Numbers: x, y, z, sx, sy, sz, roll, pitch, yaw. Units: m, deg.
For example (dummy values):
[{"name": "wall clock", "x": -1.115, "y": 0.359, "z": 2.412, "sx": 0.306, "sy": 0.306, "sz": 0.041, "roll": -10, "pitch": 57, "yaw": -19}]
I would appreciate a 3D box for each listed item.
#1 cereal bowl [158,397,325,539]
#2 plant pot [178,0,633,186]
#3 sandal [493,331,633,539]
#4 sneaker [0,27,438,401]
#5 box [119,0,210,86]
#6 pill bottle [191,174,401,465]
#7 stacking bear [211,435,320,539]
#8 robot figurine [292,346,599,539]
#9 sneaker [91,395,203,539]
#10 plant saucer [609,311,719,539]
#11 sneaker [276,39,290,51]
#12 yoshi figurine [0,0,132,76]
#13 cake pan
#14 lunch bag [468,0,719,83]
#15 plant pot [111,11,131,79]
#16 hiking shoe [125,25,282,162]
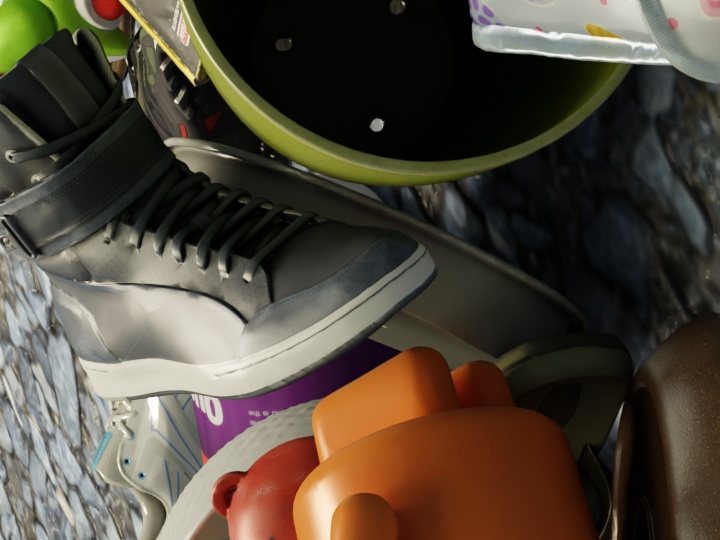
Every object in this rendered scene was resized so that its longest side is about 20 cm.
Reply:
[{"name": "cereal bowl", "x": -0.007, "y": 0.143, "z": 1.204, "sx": 0.083, "sy": 0.200, "sz": 0.200, "roll": -116, "pitch": 17, "yaw": -62}, {"name": "plant pot", "x": 0.008, "y": -0.108, "z": 1.018, "sx": 0.200, "sy": 0.187, "sz": 0.187, "roll": 127, "pitch": 121, "yaw": -76}, {"name": "sandal", "x": 0.076, "y": 0.097, "z": 1.089, "sx": 0.201, "sy": 0.080, "sz": 0.057, "roll": 95, "pitch": 158, "yaw": -58}, {"name": "sneaker", "x": -0.072, "y": -0.027, "z": 0.971, "sx": 0.202, "sy": 0.077, "sz": 0.146, "roll": -10, "pitch": 114, "yaw": 47}, {"name": "box", "x": -0.088, "y": -0.203, "z": 1.102, "sx": 0.160, "sy": 0.049, "sz": 0.200, "roll": 50, "pitch": 149, "yaw": 20}, {"name": "pill bottle", "x": -0.029, "y": 0.060, "z": 1.273, "sx": 0.112, "sy": 0.112, "sz": 0.200, "roll": 30, "pitch": 134, "yaw": 56}, {"name": "stacking bear", "x": 0.007, "y": 0.164, "z": 1.111, "sx": 0.114, "sy": 0.121, "sz": 0.200, "roll": -77, "pitch": -36, "yaw": -68}, {"name": "robot figurine", "x": 0.040, "y": 0.132, "z": 0.972, "sx": 0.144, "sy": 0.116, "sz": 0.200, "roll": 84, "pitch": 170, "yaw": -66}, {"name": "sneaker", "x": -0.126, "y": 0.088, "z": 1.535, "sx": 0.075, "sy": 0.087, "sz": 0.200, "roll": 2, "pitch": 108, "yaw": 66}, {"name": "plant saucer", "x": 0.123, "y": 0.116, "z": 0.982, "sx": 0.200, "sy": 0.032, "sz": 0.201, "roll": -179, "pitch": 90, "yaw": -88}, {"name": "sneaker", "x": -0.058, "y": -0.178, "z": 1.182, "sx": 0.079, "sy": 0.075, "sz": 0.200, "roll": 92, "pitch": 154, "yaw": -78}, {"name": "yoshi figurine", "x": -0.172, "y": -0.185, "z": 1.362, "sx": 0.200, "sy": 0.112, "sz": 0.112, "roll": -56, "pitch": 43, "yaw": 30}, {"name": "cake pan", "x": 0.000, "y": 0.000, "z": 1.093, "sx": 0.200, "sy": 0.200, "sz": 0.037, "roll": 10, "pitch": 75, "yaw": 63}, {"name": "lunch bag", "x": 0.112, "y": -0.155, "z": 0.804, "sx": 0.200, "sy": 0.127, "sz": 0.170, "roll": 14, "pitch": 121, "yaw": 51}, {"name": "plant pot", "x": -0.267, "y": -0.174, "z": 1.503, "sx": 0.200, "sy": 0.198, "sz": 0.201, "roll": 47, "pitch": 148, "yaw": 43}, {"name": "hiking shoe", "x": -0.095, "y": -0.116, "z": 1.326, "sx": 0.101, "sy": 0.076, "sz": 0.200, "roll": 40, "pitch": 143, "yaw": 44}]
